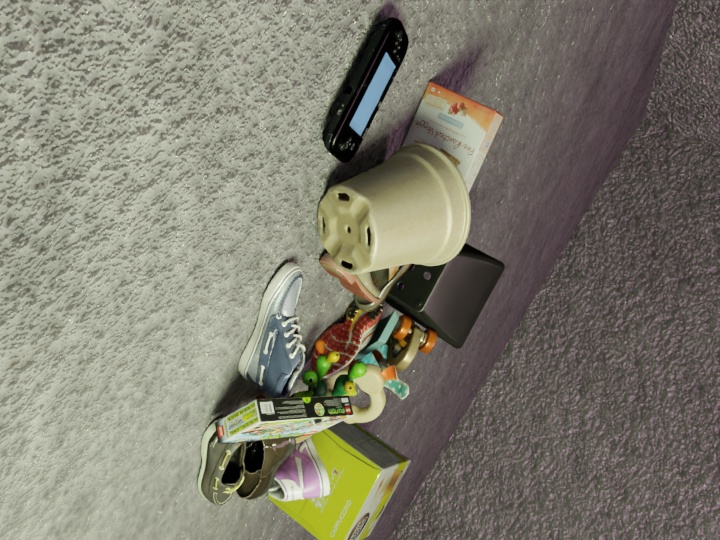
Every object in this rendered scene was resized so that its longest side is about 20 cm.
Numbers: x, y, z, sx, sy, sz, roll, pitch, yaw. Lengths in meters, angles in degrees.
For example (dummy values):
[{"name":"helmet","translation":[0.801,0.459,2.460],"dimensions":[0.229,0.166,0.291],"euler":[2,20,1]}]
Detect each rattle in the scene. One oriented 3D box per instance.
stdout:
[{"name":"rattle","translation":[0.027,0.205,1.271],"dimensions":[0.200,0.131,0.142],"euler":[-42,172,33]}]

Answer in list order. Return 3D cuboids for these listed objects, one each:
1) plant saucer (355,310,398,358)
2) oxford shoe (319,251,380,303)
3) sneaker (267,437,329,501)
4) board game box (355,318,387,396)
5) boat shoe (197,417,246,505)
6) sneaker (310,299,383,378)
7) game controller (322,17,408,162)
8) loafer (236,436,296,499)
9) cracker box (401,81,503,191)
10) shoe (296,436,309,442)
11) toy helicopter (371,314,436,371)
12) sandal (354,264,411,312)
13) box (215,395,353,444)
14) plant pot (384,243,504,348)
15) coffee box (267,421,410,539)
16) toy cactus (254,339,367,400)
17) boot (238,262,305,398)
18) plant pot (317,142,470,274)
[{"name":"plant saucer","translation":[0.030,0.135,1.313],"dimensions":[0.071,0.019,0.200],"euler":[-59,-175,-22]},{"name":"oxford shoe","translation":[0.000,0.000,1.139],"dimensions":[0.075,0.070,0.200],"euler":[-61,153,-10]},{"name":"sneaker","translation":[-0.139,0.369,1.239],"dimensions":[0.112,0.200,0.074],"euler":[-8,101,-18]},{"name":"board game box","translation":[0.029,0.201,1.498],"dimensions":[0.136,0.028,0.201],"euler":[-54,156,-13]},{"name":"boat shoe","translation":[-0.225,0.331,1.078],"dimensions":[0.071,0.060,0.204],"euler":[-36,147,-41]},{"name":"sneaker","translation":[-0.021,0.139,1.260],"dimensions":[0.200,0.077,0.083],"euler":[-44,154,-33]},{"name":"game controller","translation":[0.011,-0.249,0.917],"dimensions":[0.203,0.042,0.104],"euler":[-62,157,5]},{"name":"loafer","translation":[-0.184,0.333,1.144],"dimensions":[0.070,0.073,0.202],"euler":[1,132,-40]},{"name":"cracker box","translation":[0.141,-0.201,1.125],"dimensions":[0.057,0.133,0.203],"euler":[-6,122,-62]},{"name":"shoe","translation":[-0.090,0.292,1.301],"dimensions":[0.199,0.069,0.054],"euler":[-33,138,-51]},{"name":"toy helicopter","translation":[0.068,0.154,1.318],"dimensions":[0.134,0.078,0.200],"euler":[-63,-164,-1]},{"name":"sandal","translation":[0.045,-0.017,1.243],"dimensions":[0.054,0.082,0.201],"euler":[33,93,-45]},{"name":"box","translation":[-0.116,0.233,1.028],"dimensions":[0.109,0.035,0.198],"euler":[-33,153,35]},{"name":"plant pot","translation":[0.141,0.012,1.323],"dimensions":[0.177,0.198,0.202],"euler":[26,94,-56]},{"name":"coffee box","translation":[-0.043,0.452,1.419],"dimensions":[0.202,0.198,0.197],"euler":[-61,157,2]},{"name":"toy cactus","translation":[-0.076,0.213,1.159],"dimensions":[0.198,0.103,0.166],"euler":[-30,142,-1]},{"name":"boot","translation":[-0.112,0.096,0.999],"dimensions":[0.072,0.089,0.203],"euler":[-10,126,-61]},{"name":"plant pot","translation":[0.039,-0.083,1.015],"dimensions":[0.182,0.200,0.203],"euler":[-20,136,-40]}]
